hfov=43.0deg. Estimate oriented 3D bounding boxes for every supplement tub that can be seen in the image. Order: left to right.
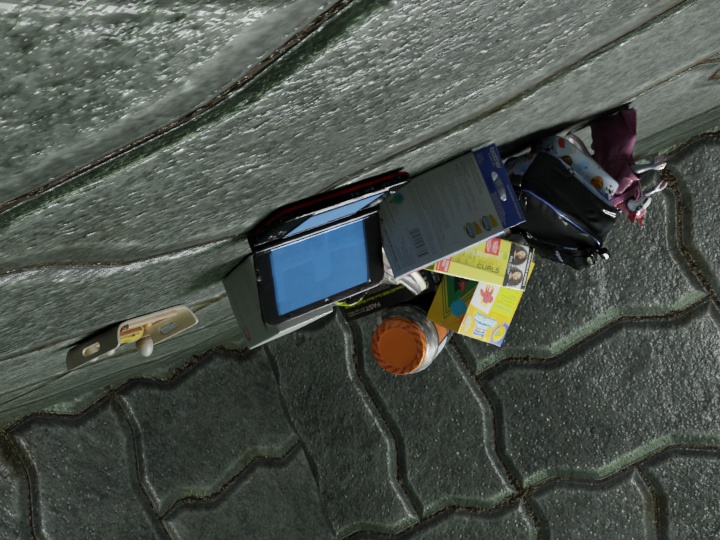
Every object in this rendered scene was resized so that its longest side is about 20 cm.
[{"bbox_3d":[0.094,0.108,1.631,0.121,0.124,0.200,-23,-176,23],"label":"supplement tub"}]

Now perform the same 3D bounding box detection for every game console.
[{"bbox_3d":[-0.030,-0.026,1.168,0.198,0.120,0.172,-21,177,-30],"label":"game console"}]

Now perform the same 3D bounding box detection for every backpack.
[{"bbox_3d":[0.291,-0.114,1.429,0.155,0.199,0.190,-55,-164,-16],"label":"backpack"}]

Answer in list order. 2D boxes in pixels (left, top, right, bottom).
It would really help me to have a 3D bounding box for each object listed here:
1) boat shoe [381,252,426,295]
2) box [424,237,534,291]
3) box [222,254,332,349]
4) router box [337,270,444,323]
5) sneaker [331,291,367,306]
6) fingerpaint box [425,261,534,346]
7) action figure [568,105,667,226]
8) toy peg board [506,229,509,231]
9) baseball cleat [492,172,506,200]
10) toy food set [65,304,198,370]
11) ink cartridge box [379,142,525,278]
[{"bbox_3d":[0.029,-0.011,1.426,0.065,0.072,0.200,-51,134,-2],"label":"boat shoe"},{"bbox_3d":[0.177,-0.022,1.402,0.198,0.076,0.050,13,-179,-36],"label":"box"},{"bbox_3d":[-0.136,0.039,1.451,0.096,0.126,0.200,-21,177,-23],"label":"box"},{"bbox_3d":[0.069,0.015,1.636,0.198,0.063,0.150,-23,-174,30],"label":"router box"},{"bbox_3d":[0.000,0.000,1.493,0.199,0.075,0.080,-29,-172,-40],"label":"sneaker"},{"bbox_3d":[0.212,0.033,1.599,0.073,0.169,0.199,23,-178,31],"label":"fingerpaint box"},{"bbox_3d":[0.408,-0.159,1.451,0.147,0.203,0.134,-9,149,16],"label":"action figure"},{"bbox_3d":[0.280,-0.153,1.660,0.198,0.099,0.199,-23,-167,35],"label":"toy peg board"},{"bbox_3d":[0.144,-0.095,1.350,0.069,0.108,0.199,-26,-179,-34],"label":"baseball cleat"},{"bbox_3d":[-0.401,0.125,1.615,0.142,0.061,0.199,-24,177,33],"label":"toy food set"},{"bbox_3d":[0.117,-0.081,1.264,0.198,0.121,0.042,-24,174,14],"label":"ink cartridge box"}]
